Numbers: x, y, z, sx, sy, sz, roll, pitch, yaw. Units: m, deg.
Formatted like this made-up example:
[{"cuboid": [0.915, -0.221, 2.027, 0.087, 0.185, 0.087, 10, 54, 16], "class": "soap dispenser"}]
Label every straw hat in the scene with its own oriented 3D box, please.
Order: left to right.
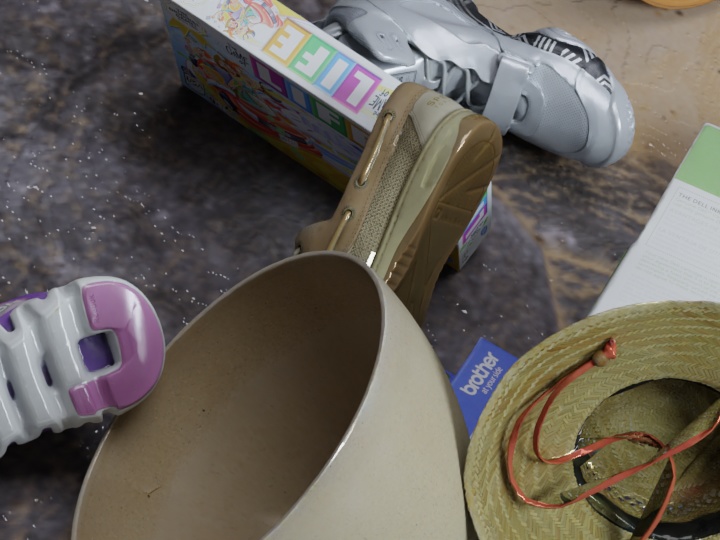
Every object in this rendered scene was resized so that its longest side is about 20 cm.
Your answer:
[{"cuboid": [0.145, 0.081, 1.421, 0.200, 0.202, 0.085, 14, 22, -10], "class": "straw hat"}]

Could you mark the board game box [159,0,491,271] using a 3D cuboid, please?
[{"cuboid": [-0.017, -0.088, 1.647, 0.200, 0.135, 0.034, 34, 76, 13], "class": "board game box"}]

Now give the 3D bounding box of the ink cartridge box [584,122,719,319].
[{"cuboid": [0.201, 0.025, 1.541, 0.145, 0.048, 0.200, 24, 47, 12], "class": "ink cartridge box"}]

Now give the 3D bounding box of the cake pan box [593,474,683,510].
[{"cuboid": [0.220, 0.110, 1.534, 0.199, 0.052, 0.185, -4, 50, -17], "class": "cake pan box"}]

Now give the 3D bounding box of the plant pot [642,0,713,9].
[{"cuboid": [0.188, -0.286, 1.909, 0.199, 0.201, 0.140, -16, 38, -35], "class": "plant pot"}]

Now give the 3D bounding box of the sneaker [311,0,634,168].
[{"cuboid": [0.056, -0.106, 1.743, 0.200, 0.075, 0.115, 35, 44, 20], "class": "sneaker"}]

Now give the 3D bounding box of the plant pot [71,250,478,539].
[{"cuboid": [-0.021, 0.111, 1.422, 0.134, 0.200, 0.201, 42, 34, -28], "class": "plant pot"}]

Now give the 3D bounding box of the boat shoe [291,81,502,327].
[{"cuboid": [0.000, 0.000, 1.545, 0.064, 0.201, 0.071, 30, 1, 25], "class": "boat shoe"}]

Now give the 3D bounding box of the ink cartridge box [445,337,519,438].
[{"cuboid": [0.093, 0.111, 1.560, 0.199, 0.042, 0.119, 29, 42, 9], "class": "ink cartridge box"}]

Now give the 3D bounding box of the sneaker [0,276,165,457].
[{"cuboid": [-0.197, 0.058, 1.467, 0.199, 0.081, 0.088, -18, 9, -15], "class": "sneaker"}]
